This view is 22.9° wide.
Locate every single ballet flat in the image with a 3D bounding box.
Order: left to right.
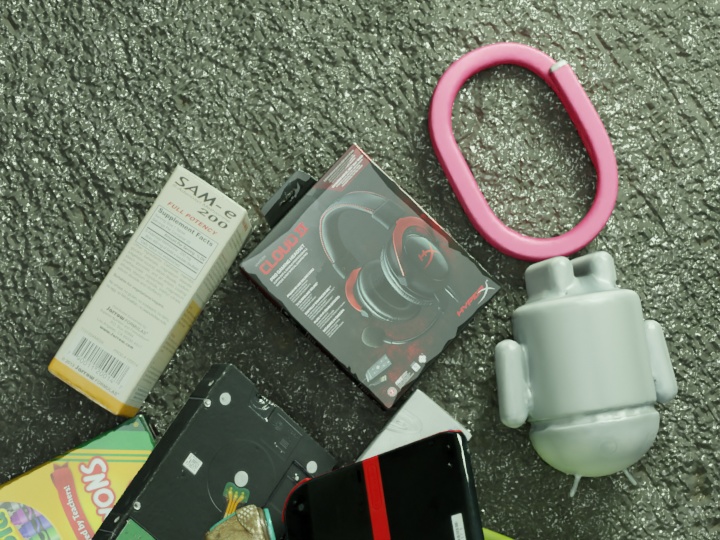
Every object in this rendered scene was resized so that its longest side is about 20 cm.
[{"bbox_3d":[-0.084,0.293,1.457,0.065,0.071,0.202,-15,94,-4],"label":"ballet flat"}]

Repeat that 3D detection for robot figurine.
[{"bbox_3d":[0.192,0.088,1.517,0.168,0.113,0.202,-6,84,-17],"label":"robot figurine"}]

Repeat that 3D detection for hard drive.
[{"bbox_3d":[-0.124,0.198,1.483,0.140,0.038,0.201,43,66,-23],"label":"hard drive"}]

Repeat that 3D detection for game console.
[{"bbox_3d":[0.023,0.242,1.415,0.176,0.031,0.202,-21,62,22],"label":"game console"}]

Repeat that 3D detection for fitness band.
[{"bbox_3d":[0.144,-0.106,1.571,0.143,0.037,0.201,-27,85,-4],"label":"fitness band"}]

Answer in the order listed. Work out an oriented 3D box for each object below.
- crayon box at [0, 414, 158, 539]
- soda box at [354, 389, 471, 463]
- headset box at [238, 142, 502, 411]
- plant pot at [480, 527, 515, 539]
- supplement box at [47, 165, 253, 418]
[{"bbox_3d":[-0.246,0.223,1.517,0.199,0.051,0.128,-27,87,-4],"label":"crayon box"},{"bbox_3d":[0.009,0.198,1.522,0.063,0.068,0.200,39,85,2],"label":"soda box"},{"bbox_3d":[0.000,0.000,1.536,0.200,0.075,0.149,44,85,2],"label":"headset box"},{"bbox_3d":[0.125,0.328,1.437,0.199,0.181,0.201,16,81,40],"label":"plant pot"},{"bbox_3d":[-0.174,0.021,1.502,0.073,0.126,0.201,32,84,2],"label":"supplement box"}]
